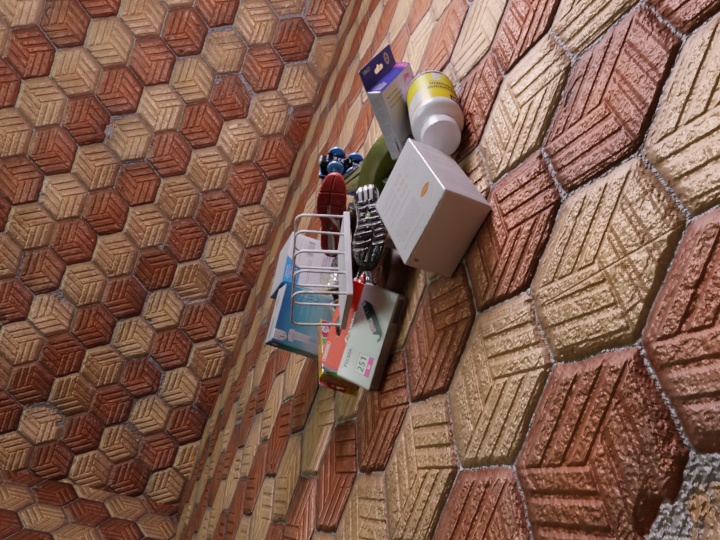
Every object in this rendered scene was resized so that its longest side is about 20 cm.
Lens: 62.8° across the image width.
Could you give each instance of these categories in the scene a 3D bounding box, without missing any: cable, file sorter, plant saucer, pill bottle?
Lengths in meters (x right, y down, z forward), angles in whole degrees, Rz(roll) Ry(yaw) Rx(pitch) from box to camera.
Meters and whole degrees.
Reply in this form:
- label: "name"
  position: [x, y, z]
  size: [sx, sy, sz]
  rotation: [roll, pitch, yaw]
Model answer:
- label: "cable"
  position: [0.000, 0.000, 1.373]
  size: [0.098, 0.049, 0.205]
  rotation: [127, 155, -51]
- label: "file sorter"
  position: [-0.084, -0.002, 1.244]
  size: [0.140, 0.120, 0.206]
  rotation: [105, 166, -56]
- label: "plant saucer"
  position: [0.060, -0.222, 1.391]
  size: [0.200, 0.030, 0.205]
  rotation: [-43, -34, -38]
- label: "pill bottle"
  position: [0.156, -0.323, 1.229]
  size: [0.113, 0.109, 0.204]
  rotation: [-58, 23, 36]
- label: "plant saucer"
  position: [0.052, 0.016, 1.340]
  size: [0.200, 0.036, 0.207]
  rotation: [-161, 89, -74]

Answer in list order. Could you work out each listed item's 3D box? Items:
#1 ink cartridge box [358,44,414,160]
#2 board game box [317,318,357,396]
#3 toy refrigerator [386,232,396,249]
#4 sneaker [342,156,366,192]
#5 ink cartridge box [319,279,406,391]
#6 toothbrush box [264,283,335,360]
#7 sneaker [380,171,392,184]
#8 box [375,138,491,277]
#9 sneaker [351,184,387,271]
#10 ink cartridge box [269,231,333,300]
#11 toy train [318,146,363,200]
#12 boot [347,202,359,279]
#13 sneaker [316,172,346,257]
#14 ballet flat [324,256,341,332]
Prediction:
- label: "ink cartridge box"
  position: [0.082, -0.383, 1.316]
  size: [0.042, 0.204, 0.198]
  rotation: [-7, 31, 31]
- label: "board game box"
  position: [-0.054, 0.201, 1.382]
  size: [0.030, 0.093, 0.203]
  rotation: [-57, 23, 33]
- label: "toy refrigerator"
  position: [0.110, -0.148, 1.254]
  size: [0.076, 0.068, 0.207]
  rotation: [104, 179, -79]
- label: "sneaker"
  position: [0.018, -0.215, 1.495]
  size: [0.198, 0.116, 0.076]
  rotation: [-36, 13, 13]
- label: "ink cartridge box"
  position: [-0.007, 0.127, 1.253]
  size: [0.170, 0.043, 0.207]
  rotation: [17, 88, 35]
- label: "toothbrush box"
  position: [-0.127, 0.140, 1.501]
  size: [0.085, 0.194, 0.151]
  rotation: [152, 134, -66]
- label: "sneaker"
  position: [0.092, -0.205, 1.346]
  size: [0.077, 0.086, 0.207]
  rotation: [174, 113, -70]
- label: "box"
  position: [0.125, -0.116, 1.078]
  size: [0.155, 0.103, 0.202]
  rotation: [-61, 30, 27]
- label: "sneaker"
  position: [0.032, -0.072, 1.262]
  size: [0.116, 0.073, 0.206]
  rotation: [57, -150, -56]
- label: "ink cartridge box"
  position: [-0.129, 0.016, 1.629]
  size: [0.145, 0.194, 0.152]
  rotation: [137, 147, -59]
- label: "toy train"
  position: [-0.024, -0.252, 1.586]
  size: [0.116, 0.193, 0.089]
  rotation: [113, 165, -47]
- label: "boot"
  position: [-0.021, -0.061, 1.491]
  size: [0.188, 0.066, 0.206]
  rotation: [11, -82, -82]
- label: "sneaker"
  position: [-0.063, -0.146, 1.483]
  size: [0.116, 0.075, 0.207]
  rotation: [-55, -27, -73]
- label: "ballet flat"
  position: [-0.051, 0.063, 1.426]
  size: [0.072, 0.070, 0.207]
  rotation: [-42, 61, 56]
